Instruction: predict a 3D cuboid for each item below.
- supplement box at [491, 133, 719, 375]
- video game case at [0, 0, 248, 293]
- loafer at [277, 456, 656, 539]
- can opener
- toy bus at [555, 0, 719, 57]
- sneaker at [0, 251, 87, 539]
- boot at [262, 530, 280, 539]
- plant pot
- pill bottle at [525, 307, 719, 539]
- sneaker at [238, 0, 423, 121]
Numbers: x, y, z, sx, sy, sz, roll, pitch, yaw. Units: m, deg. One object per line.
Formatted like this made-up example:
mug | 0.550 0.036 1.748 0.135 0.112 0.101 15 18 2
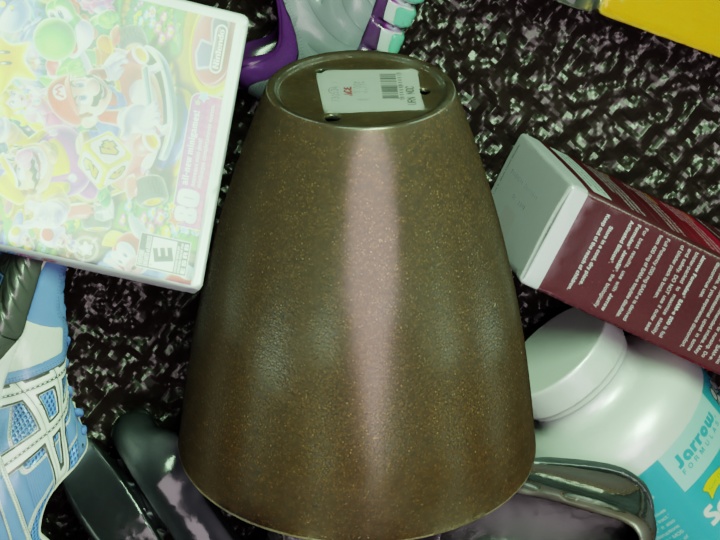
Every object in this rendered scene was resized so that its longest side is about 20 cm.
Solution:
supplement box | 0.169 0.005 1.361 0.199 0.109 0.061 24 101 -17
video game case | -0.162 -0.079 1.250 0.198 0.018 0.144 13 78 -14
loafer | 0.054 0.127 1.304 0.198 0.063 0.073 0 99 0
can opener | -0.075 0.159 1.362 0.079 0.063 0.200 -40 89 9
toy bus | 0.146 -0.161 1.315 0.199 0.078 0.066 18 104 -16
sneaker | -0.178 0.060 1.293 0.077 0.076 0.202 12 96 -35
boot | 0.017 0.182 1.409 0.161 0.074 0.199 23 124 -4
plant pot | 0.000 0.000 1.268 0.185 0.187 0.202 -4 118 -10
pill bottle | 0.165 0.112 1.395 0.111 0.111 0.200 -40 112 4
sneaker | -0.005 -0.166 1.289 0.087 0.074 0.201 20 104 -12
